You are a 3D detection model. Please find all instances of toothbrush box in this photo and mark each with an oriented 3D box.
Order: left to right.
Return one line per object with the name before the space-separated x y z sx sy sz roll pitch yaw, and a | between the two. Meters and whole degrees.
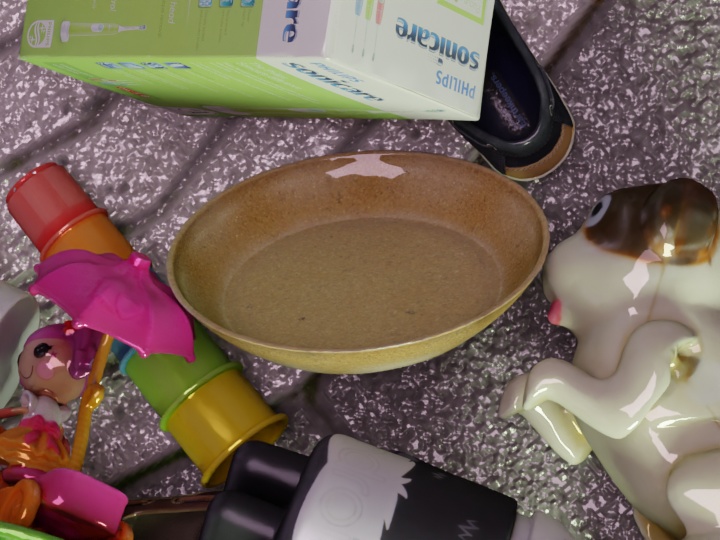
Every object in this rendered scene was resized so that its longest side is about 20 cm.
toothbrush box | -0.052 -0.132 1.105 0.200 0.146 0.086 5 84 35

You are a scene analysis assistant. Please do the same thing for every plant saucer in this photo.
plant saucer | 0.000 0.000 1.116 0.200 0.200 0.036 -1 122 9

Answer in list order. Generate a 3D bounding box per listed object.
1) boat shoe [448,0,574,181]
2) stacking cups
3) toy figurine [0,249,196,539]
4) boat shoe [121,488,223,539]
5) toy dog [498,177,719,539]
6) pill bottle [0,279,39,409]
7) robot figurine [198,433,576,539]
boat shoe | 0.045 -0.136 1.165 0.075 0.062 0.200 -37 78 5
stacking cups | -0.126 0.028 1.178 0.060 0.061 0.200 -43 77 2
toy figurine | -0.154 0.080 1.102 0.150 0.200 0.184 28 62 -25
boat shoe | -0.133 0.156 1.155 0.199 0.072 0.072 -10 82 8
toy dog | 0.165 0.052 1.087 0.193 0.140 0.200 -21 79 2
pill bottle | -0.284 0.014 1.177 0.200 0.113 0.113 23 88 11
robot figurine | 0.018 0.158 1.064 0.200 0.125 0.151 20 75 3
